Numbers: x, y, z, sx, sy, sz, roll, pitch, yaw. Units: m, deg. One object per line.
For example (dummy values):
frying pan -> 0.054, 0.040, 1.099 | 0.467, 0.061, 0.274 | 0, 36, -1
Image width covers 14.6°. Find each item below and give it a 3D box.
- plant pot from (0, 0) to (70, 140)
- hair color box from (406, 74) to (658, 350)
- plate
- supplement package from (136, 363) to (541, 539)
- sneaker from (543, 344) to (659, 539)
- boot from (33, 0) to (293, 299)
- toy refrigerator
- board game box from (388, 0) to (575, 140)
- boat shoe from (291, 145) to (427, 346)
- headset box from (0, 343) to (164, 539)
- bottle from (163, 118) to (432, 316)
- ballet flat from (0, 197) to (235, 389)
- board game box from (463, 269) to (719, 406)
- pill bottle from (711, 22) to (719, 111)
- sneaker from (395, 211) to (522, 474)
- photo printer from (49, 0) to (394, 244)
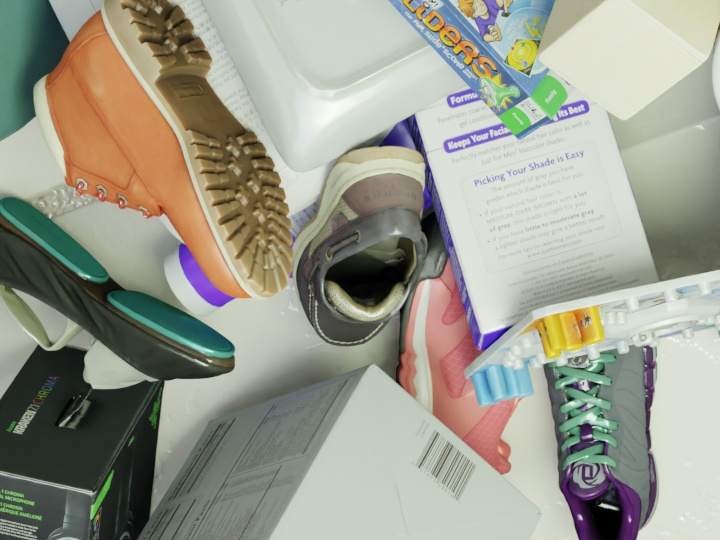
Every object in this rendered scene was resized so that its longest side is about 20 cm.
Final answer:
plant pot -> -0.268, -0.139, 1.654 | 0.140, 0.200, 0.142 | -1, 115, 12
hair color box -> 0.091, -0.067, 1.621 | 0.109, 0.065, 0.201 | -16, 81, -3
plate -> 0.003, -0.187, 1.589 | 0.199, 0.032, 0.200 | -28, 86, -3
supplement package -> -0.026, 0.176, 1.722 | 0.152, 0.151, 0.200 | 41, 149, -18
sneaker -> 0.149, 0.089, 1.733 | 0.074, 0.088, 0.201 | -8, 113, 15
boot -> -0.115, -0.055, 1.608 | 0.107, 0.075, 0.201 | -37, 72, 26
toy refrigerator -> 0.166, -0.183, 1.522 | 0.070, 0.201, 0.076 | 34, 140, -16
board game box -> 0.097, -0.186, 1.557 | 0.135, 0.200, 0.034 | 45, 143, -11
boat shoe -> 0.000, 0.000, 1.652 | 0.071, 0.065, 0.200 | 3, 150, -11
headset box -> -0.196, 0.164, 1.795 | 0.092, 0.174, 0.201 | 11, 115, 7
bottle -> -0.033, -0.040, 1.724 | 0.199, 0.065, 0.084 | -34, 110, 24
ballet flat -> -0.165, 0.029, 1.764 | 0.199, 0.068, 0.069 | 34, 107, 23
board game box -> 0.174, 0.033, 1.613 | 0.199, 0.200, 0.026 | -11, 80, -12
pill bottle -> 0.255, -0.141, 1.539 | 0.111, 0.200, 0.112 | 5, 115, 11
sneaker -> 0.066, 0.049, 1.753 | 0.086, 0.074, 0.201 | 3, 122, 0
photo printer -> -0.079, -0.126, 1.658 | 0.166, 0.069, 0.201 | -31, 83, 23
